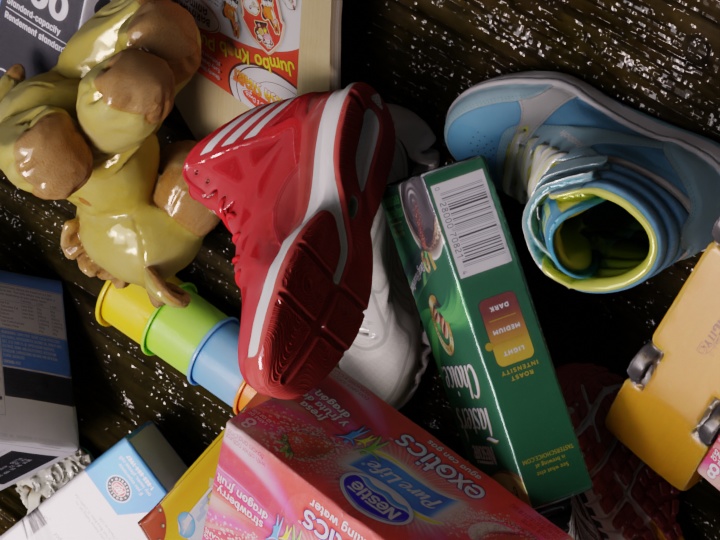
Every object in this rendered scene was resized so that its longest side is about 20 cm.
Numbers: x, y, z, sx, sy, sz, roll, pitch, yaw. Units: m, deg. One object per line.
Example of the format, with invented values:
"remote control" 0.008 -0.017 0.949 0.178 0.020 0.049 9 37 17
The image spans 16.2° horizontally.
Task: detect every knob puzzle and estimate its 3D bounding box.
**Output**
"knob puzzle" -0.070 -0.141 1.591 0.219 0.030 0.221 30 133 38

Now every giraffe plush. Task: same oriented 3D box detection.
"giraffe plush" -0.151 -0.060 1.604 0.199 0.173 0.162 -27 116 30

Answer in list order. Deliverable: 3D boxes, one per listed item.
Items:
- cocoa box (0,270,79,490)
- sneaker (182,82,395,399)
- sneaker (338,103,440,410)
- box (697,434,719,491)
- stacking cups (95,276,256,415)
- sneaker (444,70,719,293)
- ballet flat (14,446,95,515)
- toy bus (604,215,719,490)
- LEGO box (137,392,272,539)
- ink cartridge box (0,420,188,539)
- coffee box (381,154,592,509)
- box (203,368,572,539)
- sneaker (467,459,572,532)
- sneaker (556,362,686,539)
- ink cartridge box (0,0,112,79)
"cocoa box" -0.311 0.089 1.783 0.199 0.133 0.132 -27 62 41
"sneaker" -0.055 -0.014 1.465 0.115 0.201 0.078 -4 142 36
"sneaker" 0.000 0.000 1.566 0.075 0.081 0.202 14 117 31
"box" 0.298 0.123 1.371 0.200 0.095 0.100 41 129 18
"stacking cups" -0.083 0.060 1.669 0.199 0.060 0.061 33 125 21
"sneaker" 0.108 -0.051 1.427 0.199 0.130 0.080 18 119 32
"ballet flat" -0.205 0.223 1.824 0.071 0.072 0.201 -8 103 39
"toy bus" 0.210 0.032 1.414 0.065 0.078 0.201 41 128 19
"LEGO box" -0.027 0.189 1.569 0.149 0.077 0.201 -47 66 30
"ink cartridge box" -0.192 0.212 1.748 0.200 0.068 0.116 -38 89 14
"coffee box" 0.071 0.037 1.461 0.123 0.044 0.201 173 79 -78
"box" 0.016 0.159 1.411 0.200 0.094 0.103 35 129 28
"sneaker" 0.085 0.185 1.579 0.090 0.078 0.202 8 105 53
"sneaker" 0.146 0.154 1.515 0.082 0.078 0.201 -11 98 46
"ink cartridge box" -0.248 -0.199 1.703 0.198 0.043 0.201 33 124 24
